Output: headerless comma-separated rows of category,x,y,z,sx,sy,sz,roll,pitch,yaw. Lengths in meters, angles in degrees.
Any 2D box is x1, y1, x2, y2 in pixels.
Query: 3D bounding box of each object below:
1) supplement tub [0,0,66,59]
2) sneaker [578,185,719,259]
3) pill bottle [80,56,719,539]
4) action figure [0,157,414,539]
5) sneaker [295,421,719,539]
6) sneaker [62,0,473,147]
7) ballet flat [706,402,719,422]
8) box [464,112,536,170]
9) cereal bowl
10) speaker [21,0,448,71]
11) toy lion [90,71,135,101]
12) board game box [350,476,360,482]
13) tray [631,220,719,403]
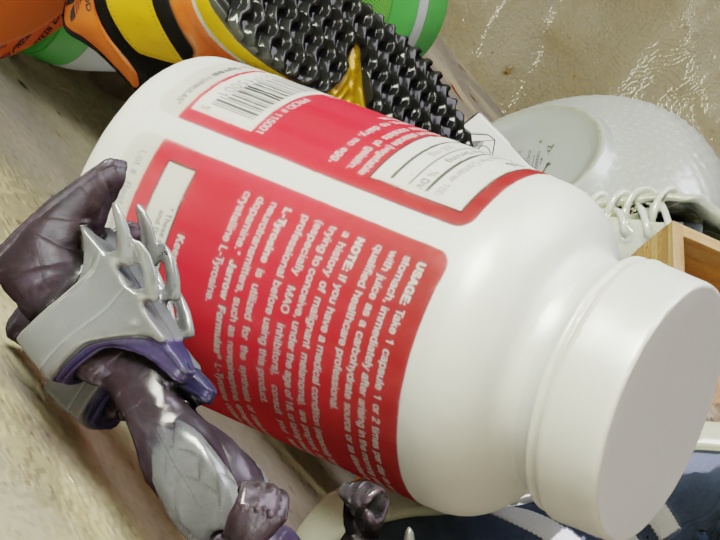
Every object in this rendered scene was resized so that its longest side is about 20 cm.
supplement tub,-0.172,-0.180,0.871,0.200,0.122,0.122,52,9,14
sneaker,0.136,-0.016,1.179,0.199,0.071,0.073,16,50,-9
pill bottle,0.011,0.011,0.775,0.199,0.113,0.112,22,-5,27
action figure,-0.036,0.070,0.688,0.200,0.069,0.130,55,5,15
sneaker,0.075,0.110,0.818,0.075,0.199,0.085,110,-36,-49
sneaker,-0.030,-0.060,0.906,0.200,0.090,0.070,45,46,-44
ballet flat,0.051,0.045,0.936,0.199,0.068,0.068,19,-3,9
box,0.060,0.017,1.129,0.110,0.035,0.200,47,-24,12
cereal bowl,0.102,-0.029,1.298,0.084,0.199,0.200,62,0,-36
speaker,-0.059,-0.128,1.054,0.199,0.089,0.089,-2,44,-38
toy lion,-0.156,-0.197,1.105,0.191,0.069,0.201,19,51,-46
board game box,0.071,0.150,0.942,0.152,0.046,0.200,54,10,21
tray,0.166,0.084,1.032,0.098,0.037,0.201,22,50,-23
